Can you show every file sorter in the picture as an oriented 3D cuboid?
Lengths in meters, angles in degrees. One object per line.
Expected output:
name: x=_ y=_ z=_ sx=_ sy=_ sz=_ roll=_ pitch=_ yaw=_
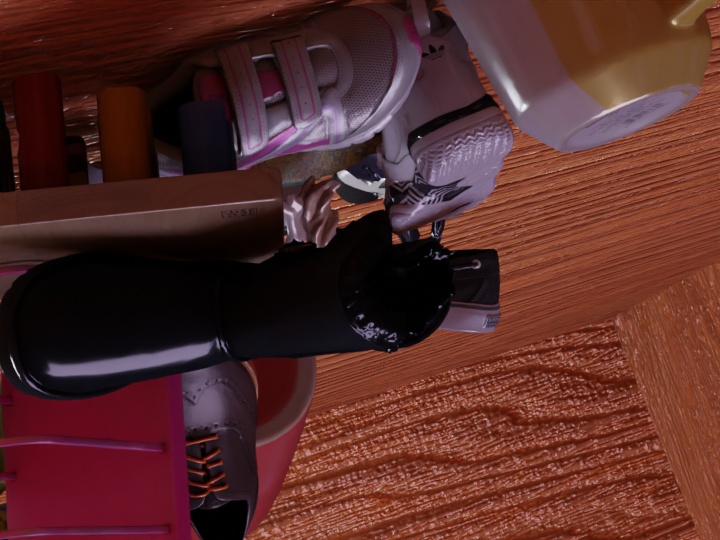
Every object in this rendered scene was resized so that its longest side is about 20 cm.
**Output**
file sorter: x=-0.190 y=0.107 z=1.091 sx=0.139 sy=0.201 sz=0.125 roll=-13 pitch=165 yaw=35

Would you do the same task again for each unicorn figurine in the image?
unicorn figurine: x=-0.102 y=0.012 z=1.252 sx=0.199 sy=0.074 sz=0.138 roll=-10 pitch=132 yaw=3

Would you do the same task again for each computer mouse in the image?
computer mouse: x=0.020 y=-0.062 z=1.455 sx=0.058 sy=0.034 sz=0.200 roll=-11 pitch=146 yaw=18

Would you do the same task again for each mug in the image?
mug: x=0.117 y=-0.154 z=1.022 sx=0.149 sy=0.154 sz=0.187 roll=-19 pitch=171 yaw=-9

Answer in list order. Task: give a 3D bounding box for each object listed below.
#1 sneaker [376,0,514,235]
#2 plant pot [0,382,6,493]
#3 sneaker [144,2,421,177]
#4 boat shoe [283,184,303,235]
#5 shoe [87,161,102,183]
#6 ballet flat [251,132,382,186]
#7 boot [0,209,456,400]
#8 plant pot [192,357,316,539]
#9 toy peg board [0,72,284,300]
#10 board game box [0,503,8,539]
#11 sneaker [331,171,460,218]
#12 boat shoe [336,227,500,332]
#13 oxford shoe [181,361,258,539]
sneaker: x=0.041 y=-0.101 z=1.269 sx=0.075 sy=0.115 sz=0.200 roll=-19 pitch=168 yaw=-13
plant pot: x=-0.307 y=0.067 z=1.207 sx=0.200 sy=0.194 sz=0.200 roll=-21 pitch=171 yaw=-4
sneaker: x=-0.058 y=-0.101 z=1.154 sx=0.199 sy=0.082 sz=0.088 roll=-25 pitch=172 yaw=17
boat shoe: x=-0.092 y=-0.036 z=1.387 sx=0.068 sy=0.072 sz=0.200 roll=-52 pitch=169 yaw=23
shoe: x=-0.184 y=-0.018 z=1.266 sx=0.200 sy=0.071 sz=0.091 roll=103 pitch=13 yaw=-83
ballet flat: x=-0.004 y=-0.109 z=1.325 sx=0.199 sy=0.071 sz=0.071 roll=-14 pitch=169 yaw=-35
boot: x=-0.065 y=0.016 z=0.998 sx=0.168 sy=0.077 sz=0.200 roll=-11 pitch=177 yaw=41
plant pot: x=-0.126 y=0.099 z=1.430 sx=0.200 sy=0.201 sz=0.177 roll=-17 pitch=162 yaw=-29
toy peg board: x=-0.145 y=-0.054 z=1.059 sx=0.198 sy=0.098 sz=0.200 roll=-6 pitch=170 yaw=-3
board game box: x=-0.170 y=0.182 z=1.245 sx=0.200 sy=0.158 sz=0.039 roll=-11 pitch=132 yaw=-57
sneaker: x=0.043 y=-0.074 z=1.542 sx=0.074 sy=0.089 sz=0.200 roll=-18 pitch=172 yaw=-31
boat shoe: x=0.000 y=0.000 z=1.315 sx=0.199 sy=0.057 sz=0.069 roll=8 pitch=-171 yaw=10
oxford shoe: x=-0.096 y=0.113 z=1.262 sx=0.071 sy=0.073 sz=0.200 roll=-10 pitch=137 yaw=1
